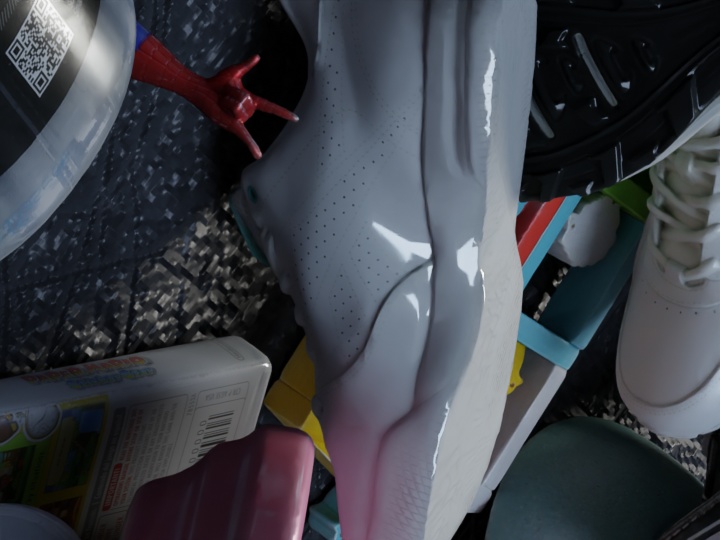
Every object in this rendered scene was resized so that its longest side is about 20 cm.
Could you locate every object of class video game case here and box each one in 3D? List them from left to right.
[{"bbox_3d":[-0.120,0.121,0.826,0.182,0.023,0.200,-10,125,-47],"label":"video game case"}]

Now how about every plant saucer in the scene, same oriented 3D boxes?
[{"bbox_3d":[-0.056,0.140,0.780,0.201,0.051,0.201,-167,-90,-89],"label":"plant saucer"},{"bbox_3d":[0.119,0.148,1.014,0.201,0.039,0.201,28,53,-45],"label":"plant saucer"}]

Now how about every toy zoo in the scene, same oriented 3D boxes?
[{"bbox_3d":[0.042,0.008,0.933,0.200,0.020,0.131,-58,146,1],"label":"toy zoo"}]

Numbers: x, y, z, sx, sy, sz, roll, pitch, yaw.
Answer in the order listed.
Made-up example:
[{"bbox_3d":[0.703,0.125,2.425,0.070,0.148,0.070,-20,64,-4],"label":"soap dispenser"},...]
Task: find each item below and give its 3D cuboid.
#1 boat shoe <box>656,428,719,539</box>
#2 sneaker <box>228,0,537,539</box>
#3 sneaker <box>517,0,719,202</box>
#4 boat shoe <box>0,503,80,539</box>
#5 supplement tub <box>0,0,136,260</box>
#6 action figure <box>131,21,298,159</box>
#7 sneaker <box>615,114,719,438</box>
[{"bbox_3d":[0.159,0.070,1.016,0.200,0.071,0.072,-27,164,-47],"label":"boat shoe"},{"bbox_3d":[0.000,0.000,0.815,0.075,0.088,0.200,-39,136,-67],"label":"sneaker"},{"bbox_3d":[0.100,-0.078,0.828,0.074,0.200,0.079,66,21,-6],"label":"sneaker"},{"bbox_3d":[-0.129,0.157,0.776,0.200,0.074,0.065,-64,175,3],"label":"boat shoe"},{"bbox_3d":[-0.136,-0.087,0.551,0.123,0.123,0.200,-49,145,-12],"label":"supplement tub"},{"bbox_3d":[-0.097,-0.029,0.668,0.200,0.099,0.065,-51,160,-12],"label":"action figure"},{"bbox_3d":[0.122,-0.042,0.922,0.099,0.078,0.200,17,93,-48],"label":"sneaker"}]
